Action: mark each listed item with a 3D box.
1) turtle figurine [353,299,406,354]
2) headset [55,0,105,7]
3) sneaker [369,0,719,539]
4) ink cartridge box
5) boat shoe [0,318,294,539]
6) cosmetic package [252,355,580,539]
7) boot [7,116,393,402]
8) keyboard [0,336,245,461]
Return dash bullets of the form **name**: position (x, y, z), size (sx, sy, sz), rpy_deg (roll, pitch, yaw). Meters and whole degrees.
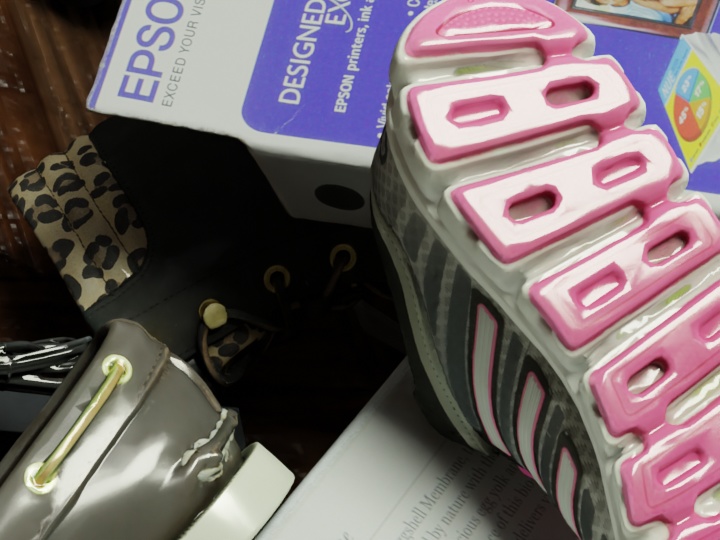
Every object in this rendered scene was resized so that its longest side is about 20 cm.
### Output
- **turtle figurine**: position (0.139, 0.051, 0.791), size (0.195, 0.199, 0.144), rpy_deg (66, 18, 9)
- **headset**: position (-0.062, -0.133, 0.851), size (0.123, 0.094, 0.201), rpy_deg (-1, 64, -31)
- **sneaker**: position (0.063, 0.032, 0.575), size (0.074, 0.087, 0.201), rpy_deg (-30, 84, -19)
- **ink cartridge box**: position (0.044, -0.098, 0.685), size (0.199, 0.043, 0.199), rpy_deg (10, 58, 9)
- **boat shoe**: position (-0.105, 0.096, 0.545), size (0.201, 0.072, 0.061), rpy_deg (-44, 94, -18)
- **cosmetic package**: position (0.040, 0.149, 0.585), size (0.200, 0.123, 0.199), rpy_deg (35, 39, 7)
- **boot**: position (0.000, 0.000, 0.711), size (0.150, 0.073, 0.200), rpy_deg (-35, 73, -4)
- **keyboard**: position (-0.125, 0.034, 0.613), size (0.199, 0.127, 0.021), rpy_deg (6, 69, -27)
